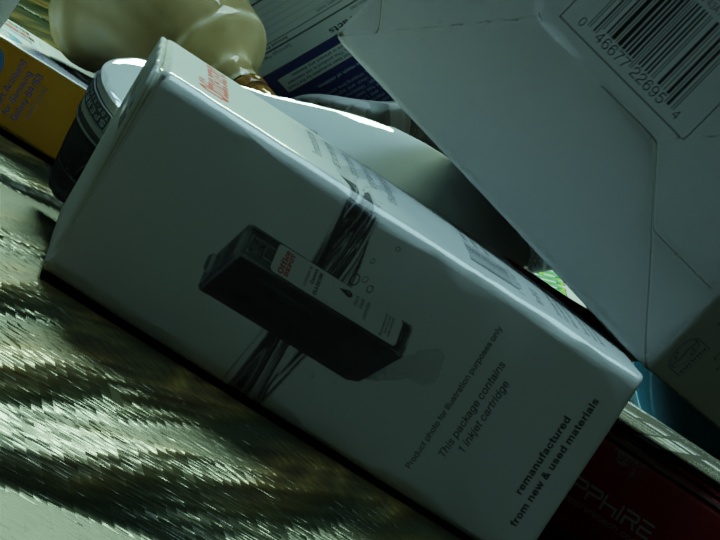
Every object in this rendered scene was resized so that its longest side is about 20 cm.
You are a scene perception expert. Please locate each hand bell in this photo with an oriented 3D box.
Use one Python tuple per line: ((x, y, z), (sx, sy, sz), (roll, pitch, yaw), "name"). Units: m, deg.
((-0.048, -0.072, 1.343), (0.104, 0.104, 0.200), (27, 19, -53), "hand bell")

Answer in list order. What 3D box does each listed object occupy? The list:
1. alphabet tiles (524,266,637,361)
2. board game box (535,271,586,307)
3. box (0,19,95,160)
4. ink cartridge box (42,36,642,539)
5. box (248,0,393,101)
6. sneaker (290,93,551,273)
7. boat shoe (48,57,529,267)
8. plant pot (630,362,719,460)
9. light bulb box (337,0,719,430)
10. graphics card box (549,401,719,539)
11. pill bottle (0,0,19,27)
((0.000, 0.000, 1.281), (0.167, 0.008, 0.200), (1, 20, -27), "alphabet tiles")
((0.040, 0.006, 1.423), (0.126, 0.035, 0.200), (13, 11, -1), "board game box")
((-0.128, -0.070, 1.404), (0.200, 0.042, 0.119), (34, 4, -14), "box")
((-0.010, 0.007, 1.086), (0.200, 0.084, 0.144), (33, 5, -7), "ink cartridge box")
((-0.011, -0.116, 1.471), (0.200, 0.121, 0.032), (47, 28, -30), "box")
((0.048, -0.049, 1.410), (0.082, 0.075, 0.200), (-2, 16, -43), "sneaker")
((-0.029, -0.023, 1.212), (0.199, 0.068, 0.072), (16, 36, -26), "boat shoe")
((0.260, 0.079, 1.648), (0.200, 0.200, 0.188), (35, -11, 27), "plant pot")
((0.125, -0.041, 1.182), (0.198, 0.125, 0.200), (49, 6, 29), "light bulb box")
((0.122, 0.096, 1.273), (0.125, 0.051, 0.200), (33, 5, 16), "graphics card box")
((-0.231, -0.166, 1.250), (0.200, 0.111, 0.111), (36, 6, 39), "pill bottle")
